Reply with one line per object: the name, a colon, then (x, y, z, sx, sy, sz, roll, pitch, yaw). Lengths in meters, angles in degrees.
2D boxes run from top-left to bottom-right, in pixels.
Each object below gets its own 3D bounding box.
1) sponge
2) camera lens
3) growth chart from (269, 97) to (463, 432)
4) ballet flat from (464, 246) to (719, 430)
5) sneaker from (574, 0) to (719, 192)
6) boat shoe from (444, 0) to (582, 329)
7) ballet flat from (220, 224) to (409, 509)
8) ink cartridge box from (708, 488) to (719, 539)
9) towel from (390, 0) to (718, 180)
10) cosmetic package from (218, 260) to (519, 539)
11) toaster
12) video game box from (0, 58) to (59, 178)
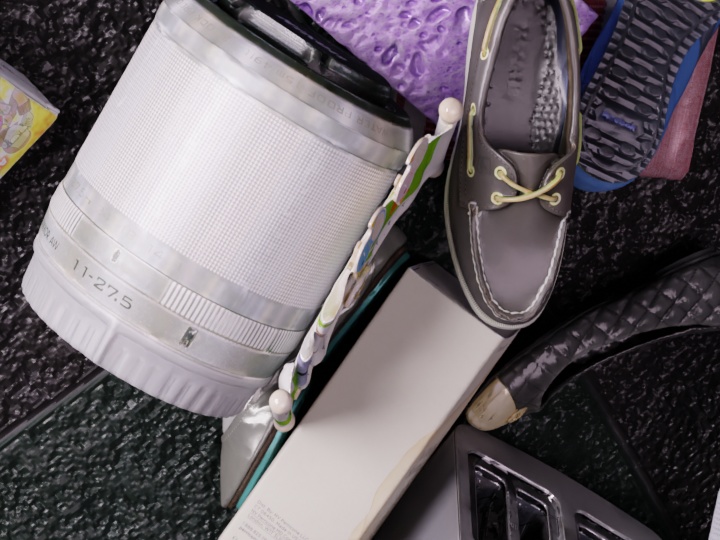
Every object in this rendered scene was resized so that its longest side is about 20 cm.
sponge: (0.032, -0.165, 1.131, 0.199, 0.030, 0.112, 38, 99, -24)
camera lens: (-0.077, -0.042, 1.094, 0.159, 0.160, 0.201, 27, 101, -23)
growth chart: (0.000, 0.000, 1.088, 0.018, 0.145, 0.201, 30, 87, 3)
ballet flat: (0.156, 0.050, 1.241, 0.199, 0.067, 0.057, -28, 79, -8)
sneaker: (0.171, -0.139, 1.165, 0.066, 0.078, 0.201, 28, 88, -5)
boat shoe: (0.086, -0.067, 1.102, 0.071, 0.061, 0.204, 1, 92, -7)
ballet flat: (-0.045, 0.048, 1.198, 0.063, 0.067, 0.201, 34, 97, 2)
ink cartridge box: (0.260, 0.151, 1.254, 0.040, 0.199, 0.202, 17, 109, 21)
towel: (0.118, -0.131, 1.194, 0.198, 0.023, 0.146, 4, 110, -15)
cosmetic package: (0.007, 0.097, 1.191, 0.073, 0.103, 0.201, 37, 99, 7)
toaster: (0.098, 0.211, 1.218, 0.180, 0.201, 0.119, 31, 115, -14)
video game box: (-0.278, -0.054, 1.043, 0.200, 0.047, 0.182, -46, 151, 3)
